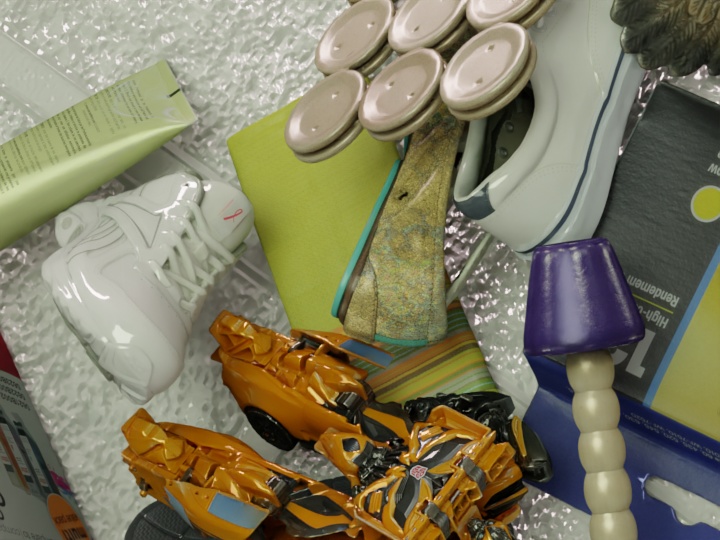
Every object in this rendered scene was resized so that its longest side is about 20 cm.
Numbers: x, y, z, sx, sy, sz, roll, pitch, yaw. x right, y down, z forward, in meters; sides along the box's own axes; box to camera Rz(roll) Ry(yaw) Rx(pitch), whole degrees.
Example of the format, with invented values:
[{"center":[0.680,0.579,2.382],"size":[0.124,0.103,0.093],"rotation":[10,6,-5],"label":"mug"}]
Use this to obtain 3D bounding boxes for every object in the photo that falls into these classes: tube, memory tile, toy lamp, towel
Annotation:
[{"center":[-0.177,-0.043,1.406],"size":[0.200,0.052,0.058],"rotation":[-32,75,-1],"label":"tube"},{"center":[0.043,-0.139,1.300],"size":[0.153,0.017,0.200],"rotation":[-14,44,40],"label":"memory tile"},{"center":[0.108,0.086,1.216],"size":[0.058,0.058,0.201],"rotation":[-7,90,24],"label":"toy lamp"},{"center":[0.000,0.000,1.350],"size":[0.086,0.018,0.201],"rotation":[-27,66,14],"label":"towel"}]

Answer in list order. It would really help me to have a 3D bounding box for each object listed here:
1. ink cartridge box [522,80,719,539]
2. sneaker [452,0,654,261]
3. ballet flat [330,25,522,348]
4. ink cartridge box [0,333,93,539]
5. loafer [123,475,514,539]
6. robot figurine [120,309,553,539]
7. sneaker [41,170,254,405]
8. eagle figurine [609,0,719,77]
[{"center":[0.178,0.037,1.236],"size":[0.197,0.047,0.201],"rotation":[25,86,29],"label":"ink cartridge box"},{"center":[0.094,-0.105,1.281],"size":[0.073,0.071,0.201],"rotation":[-14,56,48],"label":"sneaker"},{"center":[0.044,-0.051,1.311],"size":[0.070,0.071,0.201],"rotation":[6,64,27],"label":"ballet flat"},{"center":[-0.238,0.126,1.357],"size":[0.144,0.145,0.200],"rotation":[-34,65,14],"label":"ink cartridge box"},{"center":[-0.015,0.142,1.302],"size":[0.199,0.063,0.072],"rotation":[-1,45,21],"label":"loafer"},{"center":[-0.011,0.092,1.260],"size":[0.200,0.058,0.145],"rotation":[19,59,37],"label":"robot figurine"},{"center":[-0.098,-0.006,1.320],"size":[0.099,0.078,0.200],"rotation":[-32,23,6],"label":"sneaker"},{"center":[0.192,-0.197,1.239],"size":[0.151,0.152,0.201],"rotation":[-17,44,54],"label":"eagle figurine"}]
